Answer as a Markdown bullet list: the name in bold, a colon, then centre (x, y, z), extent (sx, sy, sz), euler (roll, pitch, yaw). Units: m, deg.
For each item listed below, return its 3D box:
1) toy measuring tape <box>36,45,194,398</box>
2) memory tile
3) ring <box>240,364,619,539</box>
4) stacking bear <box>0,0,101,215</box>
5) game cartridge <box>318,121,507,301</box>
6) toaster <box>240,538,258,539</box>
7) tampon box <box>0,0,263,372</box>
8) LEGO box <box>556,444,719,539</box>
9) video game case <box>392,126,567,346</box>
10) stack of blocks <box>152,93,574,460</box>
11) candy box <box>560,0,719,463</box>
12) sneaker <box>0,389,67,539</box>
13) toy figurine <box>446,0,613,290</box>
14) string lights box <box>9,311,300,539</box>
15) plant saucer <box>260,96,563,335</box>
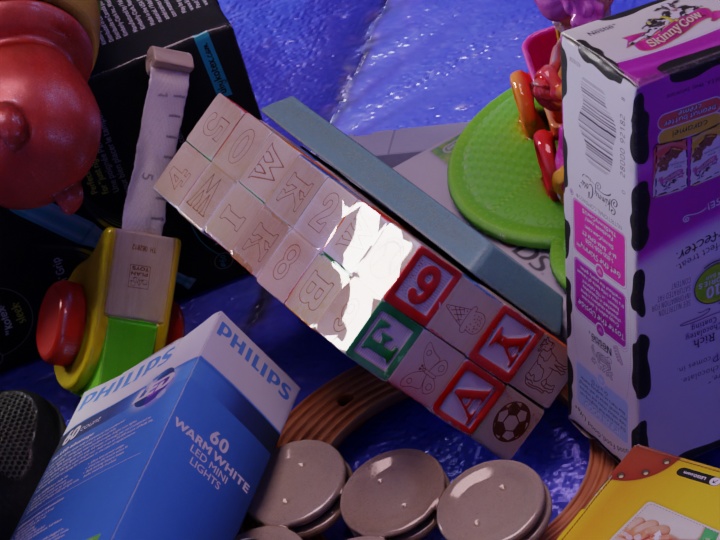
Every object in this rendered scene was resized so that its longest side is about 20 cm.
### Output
- **toy measuring tape**: centre (-0.118, -0.008, 1.410), extent (0.073, 0.073, 0.201), euler (5, 84, 29)
- **memory tile**: centre (-0.010, 0.157, 1.221), extent (0.153, 0.017, 0.201), euler (2, 48, 30)
- **ring**: centre (0.042, 0.097, 1.305), extent (0.199, 0.019, 0.201), euler (-11, 35, 8)
- **stacking bear**: centre (-0.174, -0.111, 1.354), extent (0.113, 0.122, 0.201), euler (-23, 50, 4)
- **game cartridge**: centre (0.065, -0.026, 1.444), extent (0.199, 0.042, 0.134), euler (-5, 42, 17)
- **toaster**: centre (0.009, 0.215, 1.015), extent (0.199, 0.182, 0.119), euler (16, 38, 40)
- **tampon box**: centre (-0.155, -0.062, 1.485), extent (0.199, 0.150, 0.126), euler (-22, 37, -6)
- **LEGO box**: centre (0.156, 0.164, 1.116), extent (0.199, 0.077, 0.149), euler (15, 47, 37)
- **video game case**: centre (0.137, -0.050, 1.398), extent (0.199, 0.022, 0.182), euler (-29, 38, -16)
- **stack of blocks**: centre (0.000, 0.000, 1.327), extent (0.059, 0.115, 0.200), euler (-54, 38, 3)
- **candy box**: centre (0.158, -0.024, 1.242), extent (0.136, 0.201, 0.061), euler (-19, 35, -24)
- **sneaker**: centre (-0.211, 0.102, 1.326), extent (0.076, 0.115, 0.199), euler (16, 46, 35)
- **toy figurine**: centre (0.096, -0.112, 1.322), extent (0.149, 0.185, 0.200), euler (-17, 37, 3)
- **string lights box**: centre (-0.106, 0.118, 1.270), extent (0.103, 0.059, 0.200), euler (-31, 24, 38)
- **plant saucer**: centre (0.025, -0.031, 1.357), extent (0.019, 0.070, 0.200), euler (-54, 40, 1)
